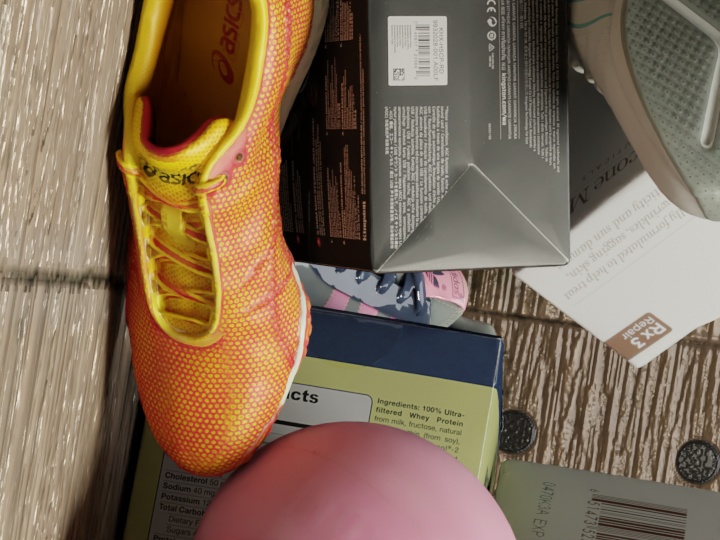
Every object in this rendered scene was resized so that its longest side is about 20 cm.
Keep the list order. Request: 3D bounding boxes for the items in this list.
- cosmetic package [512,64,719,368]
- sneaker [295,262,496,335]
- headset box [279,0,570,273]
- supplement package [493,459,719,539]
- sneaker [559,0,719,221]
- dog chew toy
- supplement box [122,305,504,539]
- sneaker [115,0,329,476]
[{"bbox_3d":[0.115,-0.072,1.099,0.102,0.074,0.200,-39,-153,31],"label":"cosmetic package"},{"bbox_3d":[0.000,0.000,1.274,0.200,0.082,0.070,50,31,-59],"label":"sneaker"},{"bbox_3d":[0.006,-0.077,1.057,0.200,0.075,0.150,-174,-97,-72],"label":"headset box"},{"bbox_3d":[0.092,0.194,1.150,0.117,0.117,0.201,-67,165,-70],"label":"supplement package"},{"bbox_3d":[0.098,-0.091,0.998,0.080,0.070,0.201,113,-30,-49],"label":"sneaker"},{"bbox_3d":[-0.035,0.139,0.998,0.200,0.124,0.125,-36,147,-34],"label":"dog chew toy"},{"bbox_3d":[-0.022,0.131,1.188,0.200,0.134,0.201,79,20,-77],"label":"supplement box"},{"bbox_3d":[-0.058,-0.024,0.985,0.077,0.073,0.201,-29,125,-59],"label":"sneaker"}]
